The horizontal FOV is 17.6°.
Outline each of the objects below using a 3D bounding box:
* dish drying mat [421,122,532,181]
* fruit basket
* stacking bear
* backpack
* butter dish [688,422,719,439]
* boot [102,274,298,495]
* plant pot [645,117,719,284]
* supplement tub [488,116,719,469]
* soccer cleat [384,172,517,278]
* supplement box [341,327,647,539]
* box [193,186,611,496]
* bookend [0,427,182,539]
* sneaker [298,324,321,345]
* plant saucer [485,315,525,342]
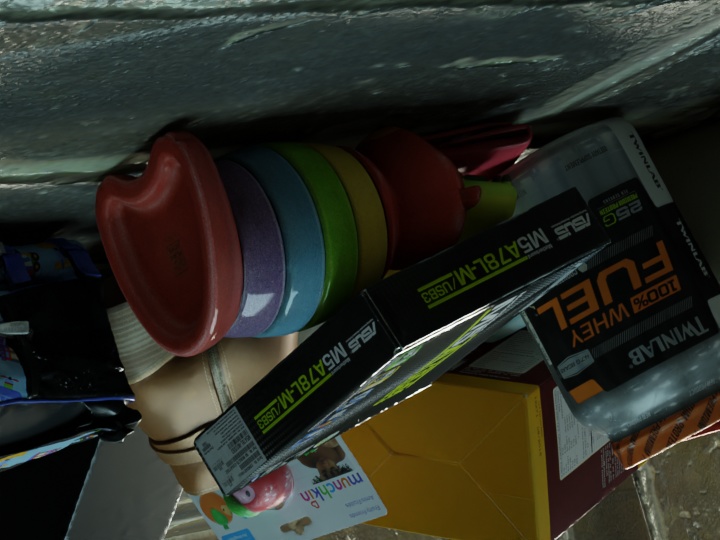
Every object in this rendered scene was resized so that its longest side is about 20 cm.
[{"bbox_3d":[0.055,-0.060,1.485,0.076,0.018,0.200,-12,171,-9],"label":"dish drying mat"},{"bbox_3d":[-0.096,0.128,1.770,0.185,0.201,0.094,-22,-171,42],"label":"fruit basket"},{"bbox_3d":[-0.027,-0.027,1.297,0.199,0.115,0.121,-14,172,-34],"label":"stacking bear"},{"bbox_3d":[-0.257,0.062,1.343,0.182,0.136,0.199,-22,168,40],"label":"backpack"},{"bbox_3d":[0.293,0.048,2.123,0.198,0.149,0.200,-16,-149,-5],"label":"butter dish"},{"bbox_3d":[-0.056,0.046,1.436,0.199,0.156,0.077,-27,-151,-5],"label":"boot"},{"bbox_3d":[0.239,-0.021,1.579,0.199,0.189,0.187,-5,177,30],"label":"plant pot"},{"bbox_3d":[0.162,0.015,1.472,0.122,0.201,0.123,-28,174,-3],"label":"supplement tub"},{"bbox_3d":[0.035,-0.011,1.437,0.064,0.084,0.200,8,165,-30],"label":"soccer cleat"},{"bbox_3d":[0.102,0.117,1.887,0.196,0.134,0.200,6,-160,33],"label":"supplement box"},{"bbox_3d":[0.023,0.042,1.354,0.192,0.048,0.200,-22,166,-43],"label":"box"},{"bbox_3d":[-0.214,0.106,1.668,0.092,0.200,0.200,-7,131,-38],"label":"bookend"},{"bbox_3d":[-0.043,0.051,1.676,0.074,0.089,0.199,-9,-167,45],"label":"sneaker"},{"bbox_3d":[0.165,0.006,1.823,0.199,0.028,0.200,-31,178,-1],"label":"plant saucer"}]
